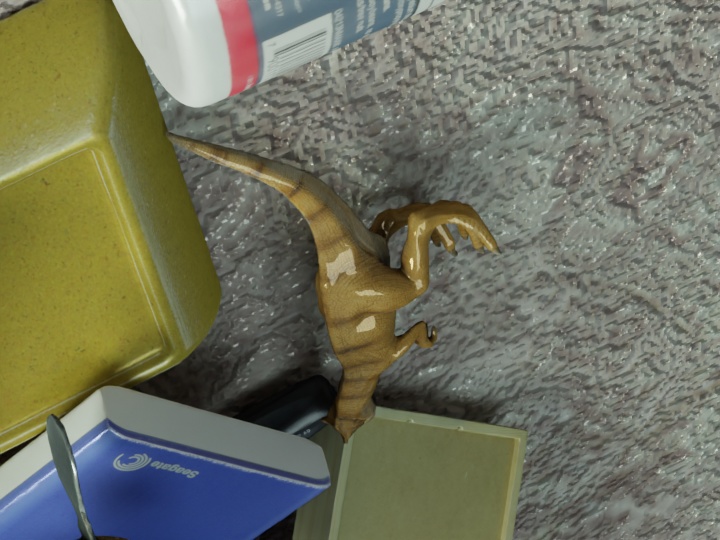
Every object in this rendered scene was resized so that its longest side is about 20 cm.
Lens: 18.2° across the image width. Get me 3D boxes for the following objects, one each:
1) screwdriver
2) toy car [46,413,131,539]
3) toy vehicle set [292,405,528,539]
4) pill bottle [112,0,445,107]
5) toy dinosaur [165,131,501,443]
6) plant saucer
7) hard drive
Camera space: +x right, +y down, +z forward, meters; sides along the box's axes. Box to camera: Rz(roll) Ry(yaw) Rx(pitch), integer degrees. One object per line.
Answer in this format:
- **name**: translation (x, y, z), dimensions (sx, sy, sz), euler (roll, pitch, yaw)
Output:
- **screwdriver**: translation (-0.097, 0.107, 1.046), dimensions (0.199, 0.028, 0.029), euler (-31, 170, 5)
- **toy car**: translation (-0.120, 0.160, 0.886), dimensions (0.157, 0.165, 0.201), euler (-7, 138, -15)
- **toy vehicle set**: translation (0.016, 0.168, 1.088), dimensions (0.124, 0.026, 0.202), euler (13, 84, -42)
- **pill bottle**: translation (0.005, -0.149, 0.779), dimensions (0.199, 0.120, 0.120), euler (-25, 140, -12)
- **toy dinosaur**: translation (0.000, 0.000, 0.959), dimensions (0.106, 0.060, 0.201), euler (-36, 135, -20)
- **plant saucer**: translation (-0.154, 0.008, 0.882), dimensions (0.199, 0.049, 0.201), euler (-26, 140, -9)
- **hard drive**: translation (-0.127, 0.122, 0.988), dimensions (0.200, 0.026, 0.132), euler (-37, 143, 29)
